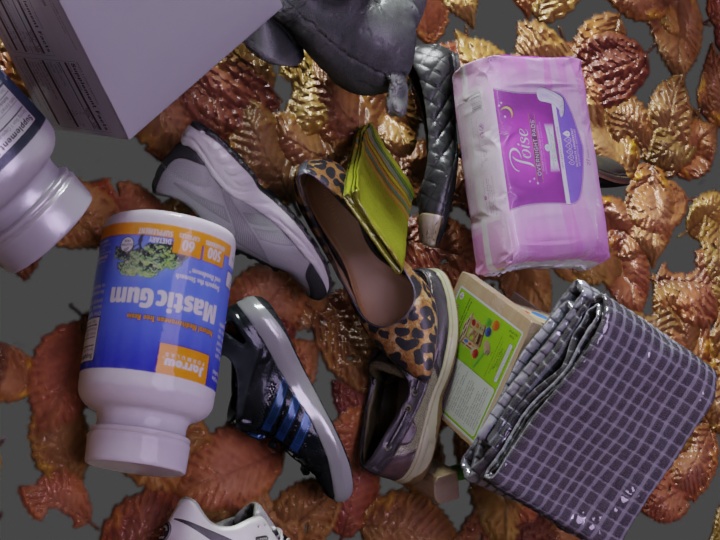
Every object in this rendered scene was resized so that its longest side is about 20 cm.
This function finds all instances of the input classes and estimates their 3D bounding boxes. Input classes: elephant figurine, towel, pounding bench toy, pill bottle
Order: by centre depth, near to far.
[{"bbox_3d":[-0.305,-0.100,1.288,0.200,0.119,0.120,49,59,-19],"label":"pill bottle"},{"bbox_3d":[-0.167,0.061,1.361,0.112,0.112,0.201,16,73,-32],"label":"pill bottle"},{"bbox_3d":[0.200,0.131,1.461,0.165,0.086,0.201,30,95,-34],"label":"towel"},{"bbox_3d":[-0.050,-0.240,1.486,0.199,0.155,0.142,25,84,-29],"label":"elephant figurine"},{"bbox_3d":[0.020,-0.068,1.493,0.086,0.018,0.200,53,16,-15],"label":"towel"},{"bbox_3d":[0.145,0.130,1.557,0.155,0.124,0.201,16,102,-33],"label":"pounding bench toy"}]

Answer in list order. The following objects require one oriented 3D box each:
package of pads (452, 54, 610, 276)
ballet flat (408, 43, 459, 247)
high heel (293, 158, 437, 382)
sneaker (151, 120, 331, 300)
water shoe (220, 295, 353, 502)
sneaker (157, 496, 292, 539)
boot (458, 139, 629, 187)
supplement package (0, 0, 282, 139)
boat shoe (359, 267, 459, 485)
[{"bbox_3d":[0.156,-0.096,1.564,0.120,0.076,0.201,-3,81,-30],"label":"package of pads"},{"bbox_3d":[0.064,-0.118,1.595,0.056,0.066,0.201,3,73,-2],"label":"ballet flat"},{"bbox_3d":[0.000,0.000,1.460,0.142,0.071,0.201,31,33,-61],"label":"high heel"},{"bbox_3d":[-0.101,-0.040,1.460,0.079,0.074,0.200,-45,117,0],"label":"sneaker"},{"bbox_3d":[-0.075,0.120,1.456,0.079,0.071,0.201,-28,101,-7],"label":"water shoe"},{"bbox_3d":[-0.077,0.245,1.416,0.199,0.074,0.089,24,71,-30],"label":"sneaker"},{"bbox_3d":[0.190,-0.140,1.667,0.199,0.075,0.098,12,78,-31],"label":"boot"},{"bbox_3d":[-0.187,-0.229,1.370,0.200,0.111,0.156,-45,127,-31],"label":"supplement package"},{"bbox_3d":[0.040,0.091,1.525,0.065,0.073,0.201,16,73,-37],"label":"boat shoe"}]
